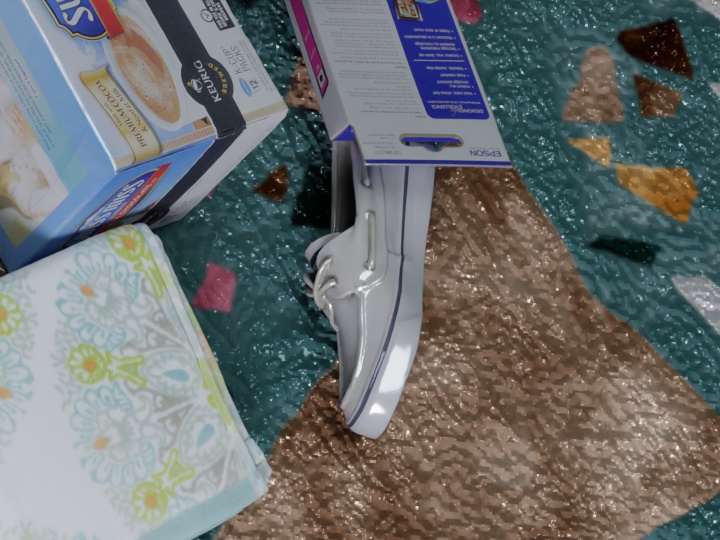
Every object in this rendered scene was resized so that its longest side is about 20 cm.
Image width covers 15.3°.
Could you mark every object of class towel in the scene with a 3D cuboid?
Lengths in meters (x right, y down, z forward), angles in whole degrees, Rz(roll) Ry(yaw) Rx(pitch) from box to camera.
[{"bbox_3d":[-0.154,0.081,1.414,0.200,0.048,0.172,-26,90,-40],"label":"towel"}]

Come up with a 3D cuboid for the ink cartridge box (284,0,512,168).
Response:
[{"bbox_3d":[0.016,-0.126,1.579,0.094,0.037,0.200,0,48,-22],"label":"ink cartridge box"}]

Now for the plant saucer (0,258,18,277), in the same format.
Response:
[{"bbox_3d":[-0.232,0.081,1.435,0.199,0.029,0.201,8,67,-20],"label":"plant saucer"}]

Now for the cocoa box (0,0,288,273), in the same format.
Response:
[{"bbox_3d":[-0.163,-0.123,1.472,0.131,0.133,0.200,-22,78,-42],"label":"cocoa box"}]

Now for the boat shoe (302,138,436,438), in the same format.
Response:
[{"bbox_3d":[0.000,0.000,1.537,0.065,0.072,0.201,15,63,-13],"label":"boat shoe"}]
